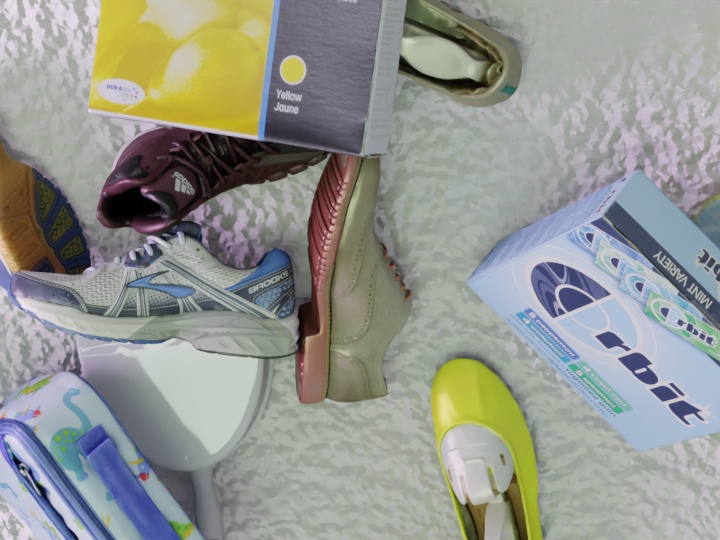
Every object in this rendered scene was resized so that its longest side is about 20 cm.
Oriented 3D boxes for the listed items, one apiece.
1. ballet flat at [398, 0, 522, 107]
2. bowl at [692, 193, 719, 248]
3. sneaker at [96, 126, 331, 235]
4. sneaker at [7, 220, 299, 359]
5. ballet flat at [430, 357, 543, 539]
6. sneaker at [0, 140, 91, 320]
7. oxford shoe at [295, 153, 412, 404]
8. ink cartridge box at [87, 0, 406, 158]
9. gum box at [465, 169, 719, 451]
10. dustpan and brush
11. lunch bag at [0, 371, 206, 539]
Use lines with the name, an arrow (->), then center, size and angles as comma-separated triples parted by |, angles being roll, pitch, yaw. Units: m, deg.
ballet flat -> 0.011, -0.161, 1.227 | 0.198, 0.070, 0.070 | 25, 116, 2
bowl -> 0.304, 0.025, 1.203 | 0.107, 0.200, 0.202 | -24, 111, -23
sneaker -> -0.088, -0.071, 1.260 | 0.199, 0.116, 0.076 | -26, 105, 21
sneaker -> -0.137, 0.007, 1.302 | 0.198, 0.077, 0.086 | 6, 91, -9
ballet flat -> 0.092, 0.161, 1.343 | 0.066, 0.067, 0.202 | -9, 110, 17
sneaker -> -0.267, -0.042, 1.348 | 0.088, 0.075, 0.201 | -26, 103, 38
oxford shoe -> 0.000, 0.000, 1.304 | 0.073, 0.071, 0.202 | 3, 122, -9
ink cartridge box -> -0.066, -0.183, 1.198 | 0.196, 0.047, 0.202 | 10, 99, 22
gum box -> 0.176, 0.032, 1.217 | 0.170, 0.045, 0.200 | 44, 158, -7
dustpan and brush -> -0.122, 0.119, 1.389 | 0.138, 0.057, 0.202 | -6, 105, 4
lunch bag -> -0.184, 0.167, 1.358 | 0.201, 0.082, 0.160 | 55, 157, -12
